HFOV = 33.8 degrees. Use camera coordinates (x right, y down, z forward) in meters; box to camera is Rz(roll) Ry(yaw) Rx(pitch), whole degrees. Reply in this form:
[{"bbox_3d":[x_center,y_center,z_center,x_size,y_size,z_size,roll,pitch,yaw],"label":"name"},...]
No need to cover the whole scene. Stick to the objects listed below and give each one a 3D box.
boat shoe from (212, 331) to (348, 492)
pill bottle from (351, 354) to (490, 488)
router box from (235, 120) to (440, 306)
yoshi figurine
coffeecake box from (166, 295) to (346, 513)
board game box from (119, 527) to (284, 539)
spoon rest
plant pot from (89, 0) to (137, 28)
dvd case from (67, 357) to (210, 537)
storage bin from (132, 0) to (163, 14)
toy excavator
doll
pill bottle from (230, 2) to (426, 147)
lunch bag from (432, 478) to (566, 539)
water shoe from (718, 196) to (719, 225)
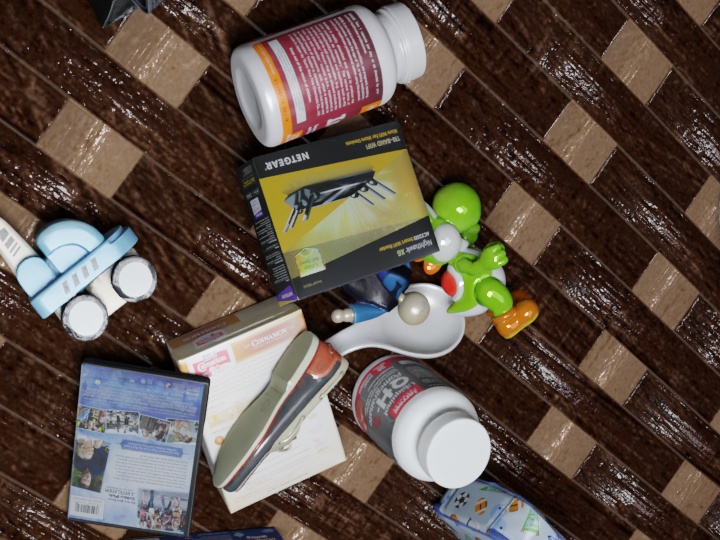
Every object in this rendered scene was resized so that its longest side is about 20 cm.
[{"bbox_3d":[-0.089,0.165,1.314,0.062,0.071,0.201,37,84,-29],"label":"boat shoe"},{"bbox_3d":[0.073,0.179,1.394,0.109,0.200,0.113,-6,105,-21],"label":"pill bottle"},{"bbox_3d":[-0.023,-0.066,1.318,0.198,0.052,0.160,-19,89,-31],"label":"router box"},{"bbox_3d":[0.139,-0.025,1.415,0.200,0.112,0.112,47,45,-9],"label":"yoshi figurine"},{"bbox_3d":[-0.119,0.152,1.374,0.151,0.073,0.203,-22,112,-15],"label":"coffeecake box"},{"bbox_3d":[-0.195,0.420,1.422,0.197,0.062,0.204,0,103,-23],"label":"board game box"},{"bbox_3d":[0.033,0.077,1.418,0.197,0.100,0.061,-22,155,-14],"label":"spoon rest"},{"bbox_3d":[-0.206,-0.372,1.138,0.198,0.200,0.179,-34,103,-11],"label":"plant pot"},{"bbox_3d":[-0.248,0.200,1.319,0.140,0.018,0.203,9,110,-4],"label":"dvd case"},{"bbox_3d":[-0.205,-0.331,0.976,0.093,0.135,0.201,-40,91,-11],"label":"storage bin"},{"bbox_3d":[-0.338,-0.013,1.235,0.194,0.100,0.201,-39,103,-11],"label":"toy excavator"},{"bbox_3d":[0.000,0.000,1.376,0.199,0.048,0.138,37,65,-19],"label":"doll"},{"bbox_3d":[-0.033,-0.219,1.289,0.197,0.113,0.115,-23,112,-16],"label":"pill bottle"},{"bbox_3d":[0.191,0.341,1.490,0.076,0.199,0.161,-47,116,-14],"label":"lunch bag"},{"bbox_3d":[0.535,-0.056,1.617,0.078,0.071,0.204,-21,112,-47],"label":"water shoe"}]
